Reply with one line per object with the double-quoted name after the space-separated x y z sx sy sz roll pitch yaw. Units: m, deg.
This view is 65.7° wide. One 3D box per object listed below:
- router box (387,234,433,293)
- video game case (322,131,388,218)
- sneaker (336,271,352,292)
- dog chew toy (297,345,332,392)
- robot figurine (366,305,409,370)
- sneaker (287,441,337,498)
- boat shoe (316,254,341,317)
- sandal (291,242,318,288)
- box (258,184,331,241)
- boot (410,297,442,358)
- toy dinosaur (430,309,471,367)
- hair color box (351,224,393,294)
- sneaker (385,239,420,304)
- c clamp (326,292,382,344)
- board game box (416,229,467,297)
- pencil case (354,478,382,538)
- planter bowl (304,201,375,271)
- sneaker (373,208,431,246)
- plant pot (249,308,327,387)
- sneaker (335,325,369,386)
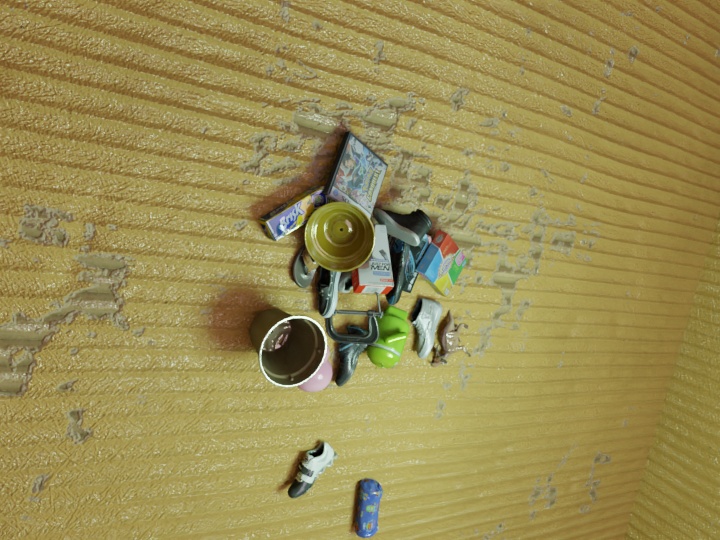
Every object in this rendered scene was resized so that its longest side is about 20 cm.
0.129 -0.046 1.779 0.149 0.062 0.202 21 92 -32 "router box"
-0.010 -0.266 1.614 0.180 0.025 0.202 32 70 -40 "video game case"
0.000 0.000 1.697 0.200 0.092 0.076 -45 122 -13 "sneaker"
-0.145 0.255 1.670 0.123 0.124 0.203 -3 97 -30 "dog chew toy"
0.088 0.219 1.780 0.114 0.176 0.202 21 71 -5 "robot figurine"
-0.170 0.630 1.786 0.200 0.074 0.089 -44 122 -25 "sneaker"
-0.102 0.044 1.652 0.056 0.068 0.203 -2 110 -44 "boat shoe"
-0.136 -0.043 1.625 0.081 0.054 0.202 30 87 -33 "sandal"
-0.181 -0.162 1.555 0.199 0.070 0.065 -35 115 -18 "box"
0.205 0.193 1.895 0.095 0.073 0.203 18 86 -27 "boot"
0.308 0.249 1.962 0.134 0.086 0.203 -10 103 -21 "toy dinosaur"
0.028 -0.036 1.648 0.109 0.064 0.203 2 64 -20 "hair color box"
0.132 0.010 1.707 0.081 0.073 0.203 10 99 -32 "sneaker"
-0.019 0.148 1.694 0.027 0.197 0.173 -54 135 -60 "c clamp"
0.272 -0.019 1.846 0.154 0.040 0.200 -59 142 -8 "board game box"
0.031 0.835 1.956 0.085 0.078 0.203 6 103 -2 "pencil case"
-0.056 -0.105 1.577 0.197 0.084 0.203 1 111 2 "planter bowl"
0.132 -0.152 1.681 0.099 0.199 0.071 -39 141 -22 "sneaker"
-0.222 0.196 1.563 0.198 0.183 0.203 -9 108 -29 "plant pot"
-0.042 0.270 1.774 0.081 0.073 0.202 25 92 -7 "sneaker"
